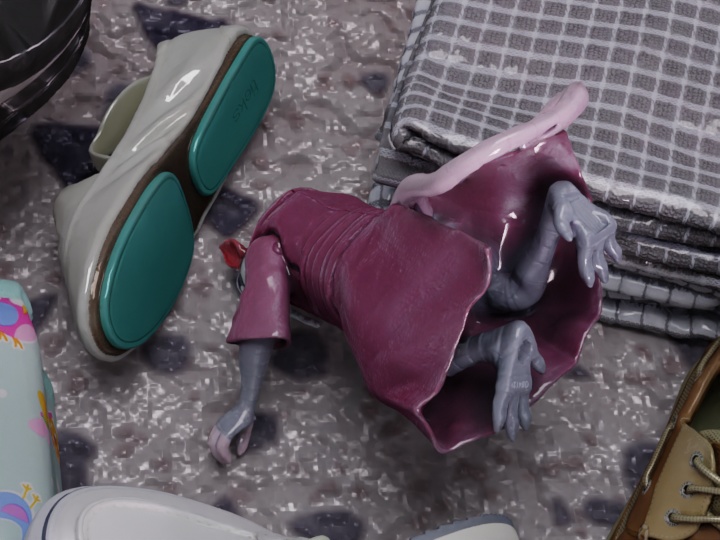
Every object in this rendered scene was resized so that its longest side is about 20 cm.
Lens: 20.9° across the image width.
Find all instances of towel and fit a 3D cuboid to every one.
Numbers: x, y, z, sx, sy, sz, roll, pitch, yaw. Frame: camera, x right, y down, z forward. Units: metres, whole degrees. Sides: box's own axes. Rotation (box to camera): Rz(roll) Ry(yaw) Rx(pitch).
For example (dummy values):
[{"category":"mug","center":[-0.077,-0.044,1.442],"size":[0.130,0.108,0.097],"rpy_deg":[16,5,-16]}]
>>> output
[{"category":"towel","center":[0.109,-0.069,0.907],"size":[0.198,0.086,0.166],"rpy_deg":[14,53,4]}]

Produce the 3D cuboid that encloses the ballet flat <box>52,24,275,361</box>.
[{"category":"ballet flat","center":[-0.099,-0.037,0.880],"size":[0.069,0.070,0.201],"rpy_deg":[18,50,7]}]

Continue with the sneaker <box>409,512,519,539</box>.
[{"category":"sneaker","center":[-0.005,0.164,0.733],"size":[0.199,0.070,0.082],"rpy_deg":[-24,58,-20]}]

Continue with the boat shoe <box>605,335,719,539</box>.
[{"category":"boat shoe","center":[0.145,0.093,0.799],"size":[0.075,0.074,0.201],"rpy_deg":[18,54,7]}]

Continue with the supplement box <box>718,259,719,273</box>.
[{"category":"supplement box","center":[0.261,0.027,0.798],"size":[0.199,0.101,0.104],"rpy_deg":[15,46,-32]}]

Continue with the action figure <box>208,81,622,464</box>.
[{"category":"action figure","center":[0.000,0.000,0.805],"size":[0.133,0.150,0.199],"rpy_deg":[-29,29,-34]}]

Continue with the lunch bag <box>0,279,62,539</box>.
[{"category":"lunch bag","center":[-0.208,0.107,0.718],"size":[0.198,0.122,0.172],"rpy_deg":[-6,60,-6]}]

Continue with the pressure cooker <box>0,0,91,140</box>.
[{"category":"pressure cooker","center":[-0.220,-0.125,0.847],"size":[0.175,0.200,0.180],"rpy_deg":[-4,74,-34]}]

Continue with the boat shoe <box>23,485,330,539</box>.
[{"category":"boat shoe","center":[-0.017,0.118,0.674],"size":[0.199,0.067,0.074],"rpy_deg":[25,47,-12]}]
